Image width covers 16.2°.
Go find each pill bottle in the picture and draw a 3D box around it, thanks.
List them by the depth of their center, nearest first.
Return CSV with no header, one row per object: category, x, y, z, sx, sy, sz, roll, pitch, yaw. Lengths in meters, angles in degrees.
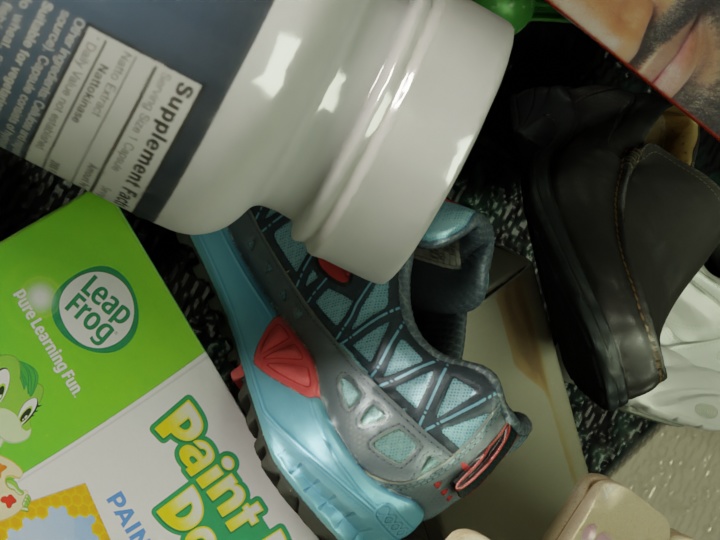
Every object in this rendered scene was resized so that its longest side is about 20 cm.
pill bottle,-0.061,-0.081,0.757,0.200,0.120,0.120,27,92,-7

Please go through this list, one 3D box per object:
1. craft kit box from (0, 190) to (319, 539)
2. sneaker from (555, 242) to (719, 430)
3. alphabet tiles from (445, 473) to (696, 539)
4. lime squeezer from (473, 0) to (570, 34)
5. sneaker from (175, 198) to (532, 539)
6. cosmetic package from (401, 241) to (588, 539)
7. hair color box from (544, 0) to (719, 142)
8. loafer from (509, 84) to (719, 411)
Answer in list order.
craft kit box,-0.117,0.106,0.813,0.197,0.049,0.200,-32,90,-15
sneaker,0.175,0.025,1.068,0.200,0.078,0.100,16,95,-41
alphabet tiles,0.052,0.169,0.852,0.196,0.015,0.200,37,84,-46
lime squeezer,0.057,-0.099,0.934,0.200,0.070,0.038,-17,109,-65
sneaker,0.000,0.000,0.847,0.095,0.200,0.079,-28,148,8
cosmetic package,0.031,0.078,0.962,0.071,0.105,0.200,-33,127,-24
hair color box,0.124,-0.115,0.873,0.200,0.064,0.111,31,102,-42
loafer,0.097,-0.019,0.906,0.072,0.200,0.073,-12,120,5
